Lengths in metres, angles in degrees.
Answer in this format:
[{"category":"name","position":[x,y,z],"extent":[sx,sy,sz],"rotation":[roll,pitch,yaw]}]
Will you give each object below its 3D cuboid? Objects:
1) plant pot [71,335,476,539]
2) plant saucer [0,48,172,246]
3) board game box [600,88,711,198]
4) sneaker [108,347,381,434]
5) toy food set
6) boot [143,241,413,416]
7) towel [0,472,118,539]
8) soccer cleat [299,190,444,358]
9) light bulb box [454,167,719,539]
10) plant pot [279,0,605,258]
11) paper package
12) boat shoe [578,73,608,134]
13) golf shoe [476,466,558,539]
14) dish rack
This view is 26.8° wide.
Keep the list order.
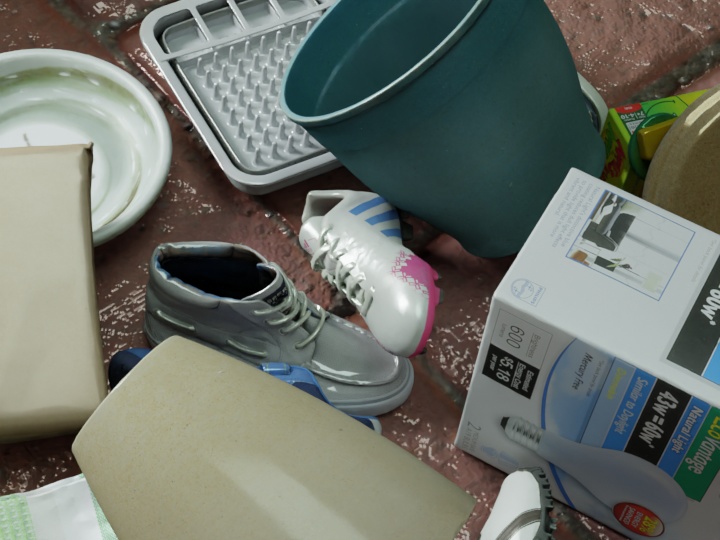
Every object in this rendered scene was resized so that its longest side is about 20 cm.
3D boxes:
[{"category":"plant pot","position":[-0.067,0.140,0.891],"extent":[0.200,0.187,0.187],"rotation":[41,58,4]},{"category":"plant saucer","position":[-0.242,-0.080,1.142],"extent":[0.199,0.050,0.201],"rotation":[4,54,-5]},{"category":"board game box","position":[0.281,-0.095,1.184],"extent":[0.199,0.102,0.048],"rotation":[-13,58,-16]},{"category":"sneaker","position":[-0.075,0.099,1.021],"extent":[0.199,0.074,0.082],"rotation":[27,56,2]},{"category":"toy food set","position":[0.293,-0.056,1.119],"extent":[0.199,0.199,0.049],"rotation":[-17,20,-12]},{"category":"boot","position":[-0.056,0.039,1.050],"extent":[0.199,0.096,0.074],"rotation":[13,54,2]},{"category":"towel","position":[-0.222,0.202,0.883],"extent":[0.199,0.031,0.150],"rotation":[-14,53,-20]},{"category":"soccer cleat","position":[0.000,0.000,1.068],"extent":[0.086,0.070,0.200],"rotation":[13,22,-15]},{"category":"light bulb box","position":[0.186,0.071,0.993],"extent":[0.199,0.199,0.125],"rotation":[26,57,14]},{"category":"plant pot","position":[0.076,-0.119,1.104],"extent":[0.188,0.199,0.201],"rotation":[46,49,-28]},{"category":"paper package","position":[-0.270,0.022,0.998],"extent":[0.199,0.103,0.192],"rotation":[-4,78,-12]},{"category":"boat shoe","position":[0.111,-0.161,1.230],"extent":[0.200,0.075,0.062],"rotation":[46,45,14]},{"category":"golf shoe","position":[0.067,0.203,0.959],"extent":[0.094,0.078,0.201],"rotation":[16,53,6]},{"category":"dish rack","position":[-0.068,-0.149,1.217],"extent":[0.171,0.044,0.200],"rotation":[-21,59,-22]}]
